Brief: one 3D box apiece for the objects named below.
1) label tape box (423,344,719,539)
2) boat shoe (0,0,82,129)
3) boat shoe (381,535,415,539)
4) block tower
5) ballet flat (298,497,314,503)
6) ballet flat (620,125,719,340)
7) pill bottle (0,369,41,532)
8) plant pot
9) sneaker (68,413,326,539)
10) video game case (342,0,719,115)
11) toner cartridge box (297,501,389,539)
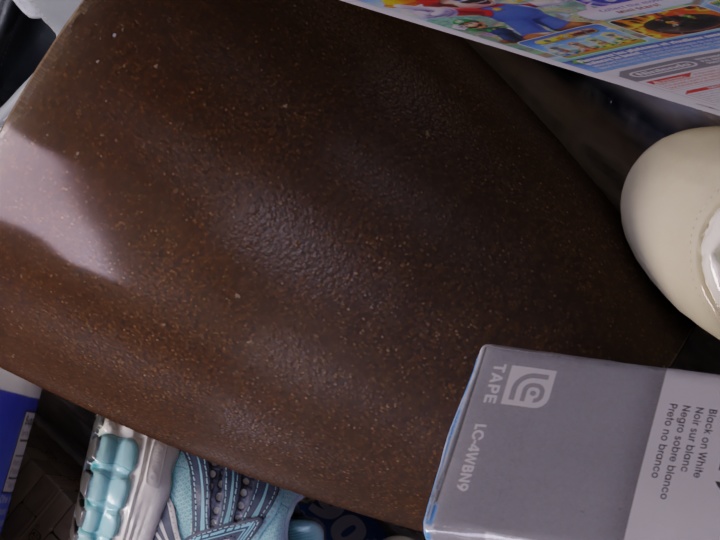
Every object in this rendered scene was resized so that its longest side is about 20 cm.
[{"bbox_3d":[0.128,0.098,0.599,0.199,0.066,0.144,9,145,20],"label":"label tape box"},{"bbox_3d":[-0.099,-0.107,0.798,0.201,0.071,0.070,-55,46,50],"label":"boat shoe"},{"bbox_3d":[-0.027,0.172,0.850,0.075,0.066,0.199,53,140,6],"label":"boat shoe"},{"bbox_3d":[-0.127,0.132,0.995,0.200,0.058,0.054,42,95,20],"label":"block tower"},{"bbox_3d":[-0.077,0.037,0.878,0.199,0.075,0.068,26,132,34],"label":"ballet flat"},{"bbox_3d":[0.153,0.014,0.618,0.199,0.069,0.070,32,135,23],"label":"ballet flat"},{"bbox_3d":[-0.199,0.069,0.941,0.112,0.112,0.201,13,86,42],"label":"pill bottle"},{"bbox_3d":[0.000,0.000,0.710,0.199,0.187,0.187,34,137,7],"label":"plant pot"},{"bbox_3d":[-0.059,0.112,0.821,0.086,0.078,0.200,13,159,2],"label":"sneaker"},{"bbox_3d":[0.095,-0.069,0.543,0.143,0.199,0.018,-6,77,48],"label":"video game case"},{"bbox_3d":[0.010,0.175,0.899,0.200,0.043,0.095,49,141,12],"label":"toner cartridge box"}]
